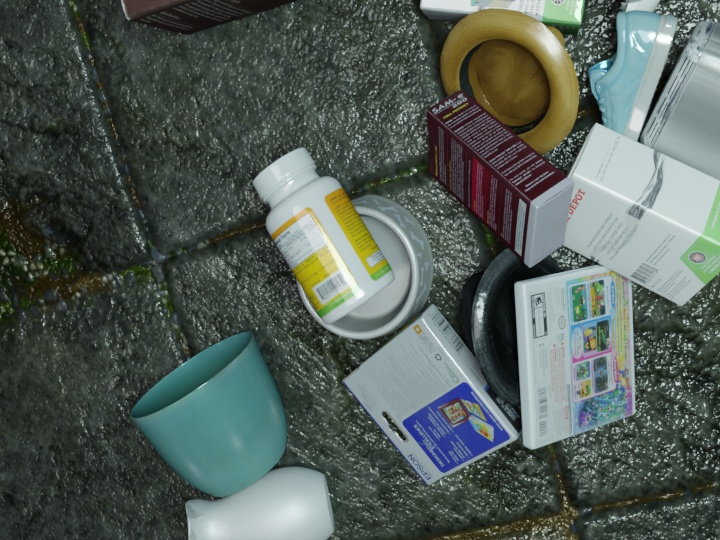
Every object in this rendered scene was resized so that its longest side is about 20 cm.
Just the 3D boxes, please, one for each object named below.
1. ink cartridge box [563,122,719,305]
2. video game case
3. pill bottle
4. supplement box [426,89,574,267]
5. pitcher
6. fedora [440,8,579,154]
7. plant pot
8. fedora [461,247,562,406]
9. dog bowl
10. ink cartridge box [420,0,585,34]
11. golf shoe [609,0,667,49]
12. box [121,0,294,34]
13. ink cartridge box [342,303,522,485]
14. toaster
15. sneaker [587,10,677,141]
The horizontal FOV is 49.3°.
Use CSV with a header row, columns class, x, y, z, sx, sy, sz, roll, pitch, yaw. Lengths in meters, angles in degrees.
class,x,y,z,sx,sy,sz,roll,pitch,yaw
ink cartridge box,0.327,-0.063,0.918,0.197,0.146,0.085,28,67,8
video game case,0.270,0.101,0.975,0.178,0.024,0.206,-10,100,-28
pill bottle,-0.051,-0.046,0.986,0.110,0.111,0.203,-32,90,17
supplement box,0.160,-0.112,0.935,0.060,0.110,0.200,-31,57,-16
pitcher,-0.138,0.363,1.143,0.195,0.172,0.124,-12,67,-2
fedora,0.189,-0.236,0.942,0.198,0.082,0.203,33,149,22
plant pot,-0.194,0.211,1.091,0.197,0.201,0.163,-26,102,17
fedora,0.185,0.066,0.994,0.091,0.197,0.206,7,105,54
dog bowl,0.000,0.000,1.069,0.195,0.059,0.206,3,100,15
ink cartridge box,0.177,-0.374,0.943,0.195,0.084,0.150,9,101,13
golf shoe,0.361,-0.343,0.904,0.093,0.078,0.203,28,107,8
box,-0.193,-0.414,0.991,0.195,0.166,0.169,-11,96,16
ink cartridge box,0.095,0.175,1.068,0.199,0.047,0.200,50,136,2
toaster,0.404,-0.187,0.879,0.127,0.114,0.203,27,135,13
sneaker,0.305,-0.209,0.930,0.080,0.074,0.204,20,123,15
